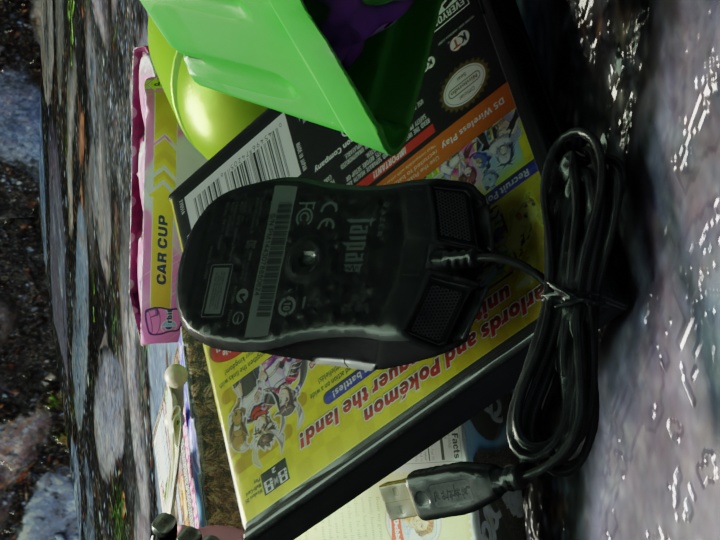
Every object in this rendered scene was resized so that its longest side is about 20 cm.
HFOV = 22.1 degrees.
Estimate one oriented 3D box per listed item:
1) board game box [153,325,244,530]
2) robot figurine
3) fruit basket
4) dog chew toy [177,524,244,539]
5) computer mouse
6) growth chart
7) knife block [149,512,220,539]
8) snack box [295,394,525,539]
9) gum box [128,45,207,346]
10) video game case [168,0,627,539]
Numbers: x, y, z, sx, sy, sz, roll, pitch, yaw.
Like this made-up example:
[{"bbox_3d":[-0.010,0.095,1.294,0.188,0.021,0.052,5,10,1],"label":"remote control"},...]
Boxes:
[{"bbox_3d":[-0.074,0.145,1.224,0.200,0.096,0.161,115,148,-63],"label":"board game box"},{"bbox_3d":[-0.058,-0.122,1.050,0.200,0.114,0.177,-121,29,-61],"label":"robot figurine"},{"bbox_3d":[0.024,-0.163,0.690,0.156,0.213,0.217,57,-163,-55],"label":"fruit basket"},{"bbox_3d":[-0.045,0.218,0.954,0.201,0.124,0.124,54,170,-11],"label":"dog chew toy"},{"bbox_3d":[0.013,0.029,0.702,0.046,0.198,0.142,33,-123,-52],"label":"computer mouse"},{"bbox_3d":[-0.114,0.155,1.059,0.145,0.018,0.202,106,169,-63],"label":"growth chart"},{"bbox_3d":[-0.110,0.218,0.884,0.177,0.199,0.064,64,-150,-6],"label":"knife block"},{"bbox_3d":[0.018,0.119,0.810,0.115,0.037,0.203,-7,88,41],"label":"snack box"},{"bbox_3d":[-0.091,-0.054,1.209,0.066,0.112,0.202,-114,24,-54],"label":"gum box"},{"bbox_3d":[0.005,-0.010,0.772,0.199,0.025,0.182,-37,52,30],"label":"video game case"}]
